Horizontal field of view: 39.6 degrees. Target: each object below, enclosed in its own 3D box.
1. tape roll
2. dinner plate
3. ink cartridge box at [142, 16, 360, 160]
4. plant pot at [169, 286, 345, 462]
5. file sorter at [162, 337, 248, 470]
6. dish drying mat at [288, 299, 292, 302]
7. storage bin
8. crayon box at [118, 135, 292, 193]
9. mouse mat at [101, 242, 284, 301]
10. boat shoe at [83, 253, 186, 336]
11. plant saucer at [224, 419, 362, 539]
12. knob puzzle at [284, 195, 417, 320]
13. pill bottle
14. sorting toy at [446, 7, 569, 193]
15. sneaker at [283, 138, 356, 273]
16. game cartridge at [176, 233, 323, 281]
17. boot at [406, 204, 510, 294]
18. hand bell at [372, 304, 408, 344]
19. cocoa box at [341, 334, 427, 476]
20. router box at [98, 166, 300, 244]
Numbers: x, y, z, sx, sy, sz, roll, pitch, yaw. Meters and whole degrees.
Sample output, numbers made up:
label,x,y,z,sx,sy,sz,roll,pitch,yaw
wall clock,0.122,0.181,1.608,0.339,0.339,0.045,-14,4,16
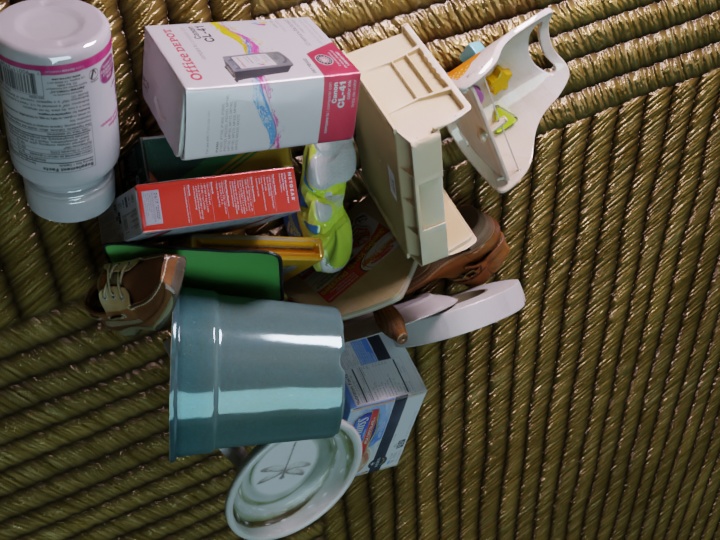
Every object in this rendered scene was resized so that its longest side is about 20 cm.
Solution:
label,x,y,z,sx,sy,sz,roll,pitch,yaw
tape roll,0.137,0.060,1.428,0.199,0.202,0.038,-20,93,-17
dinner plate,0.040,0.063,1.392,0.197,0.200,0.025,-19,94,-18
ink cartridge box,-0.118,-0.198,1.063,0.196,0.148,0.087,-9,131,-27
plant pot,-0.121,0.115,1.149,0.191,0.202,0.203,1,130,-10
file sorter,-0.152,0.163,1.339,0.123,0.201,0.140,-34,139,-7
dish drying mat,-0.027,0.063,1.465,0.198,0.018,0.077,17,118,-41
storage bin,0.062,-0.146,1.195,0.092,0.200,0.202,-19,137,-10
crayon box,-0.161,-0.124,1.122,0.196,0.126,0.052,-11,90,-25
mouse mat,-0.185,0.004,1.138,0.195,0.008,0.161,4,159,-2
boat shoe,-0.252,0.026,1.092,0.073,0.077,0.199,21,154,-26
plant saucer,-0.091,0.254,1.275,0.197,0.050,0.203,-23,136,-23
knob puzzle,0.000,0.000,1.265,0.217,0.220,0.031,-33,126,-2
pill bottle,-0.300,-0.157,1.005,0.111,0.114,0.203,-14,135,-22
sorting toy,0.191,-0.239,1.280,0.179,0.107,0.201,-40,139,-6
sneaker,-0.062,-0.101,1.253,0.075,0.104,0.205,-5,100,-40
game cartridge,-0.165,0.003,1.226,0.173,0.033,0.199,1,161,-33
boot,0.123,-0.009,1.470,0.199,0.077,0.155,-41,149,9
hand bell,0.016,0.031,1.316,0.102,0.201,0.106,-14,127,-19
cocoa box,-0.004,0.201,1.504,0.129,0.135,0.202,-11,141,-25
router box,-0.186,-0.067,1.117,0.176,0.199,0.050,-10,90,-27
